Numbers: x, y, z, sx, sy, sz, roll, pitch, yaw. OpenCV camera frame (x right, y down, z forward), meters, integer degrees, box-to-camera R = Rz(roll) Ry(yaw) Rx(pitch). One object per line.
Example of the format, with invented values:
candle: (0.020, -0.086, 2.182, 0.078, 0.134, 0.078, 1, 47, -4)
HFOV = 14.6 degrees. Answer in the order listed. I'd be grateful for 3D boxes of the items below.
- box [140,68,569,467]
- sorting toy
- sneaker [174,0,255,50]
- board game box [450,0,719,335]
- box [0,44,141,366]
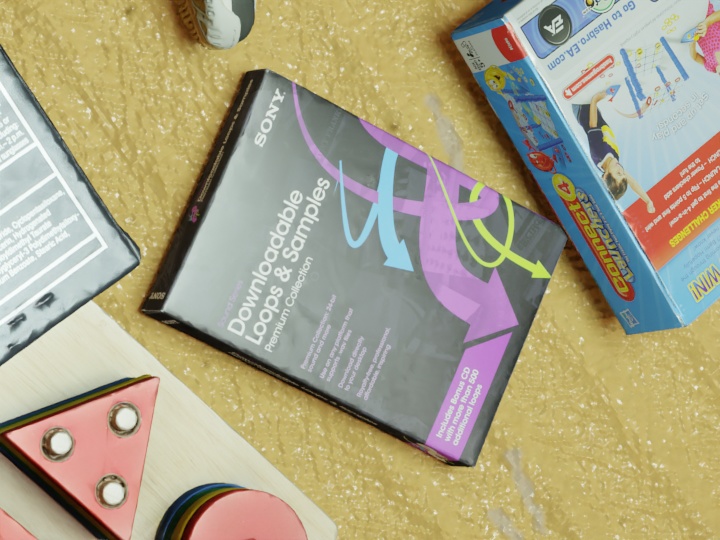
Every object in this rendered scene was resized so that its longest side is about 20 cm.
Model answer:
box: (0.000, 0.000, 1.492, 0.200, 0.036, 0.143, 27, 78, -20)
sorting toy: (-0.130, 0.145, 1.414, 0.200, 0.070, 0.199, 43, 73, -16)
sneaker: (-0.056, -0.215, 1.450, 0.087, 0.076, 0.201, -3, 91, -23)
board game box: (0.176, -0.100, 1.542, 0.200, 0.056, 0.196, -38, 104, -29)
box: (-0.249, -0.030, 1.337, 0.200, 0.123, 0.199, -37, 104, -21)
